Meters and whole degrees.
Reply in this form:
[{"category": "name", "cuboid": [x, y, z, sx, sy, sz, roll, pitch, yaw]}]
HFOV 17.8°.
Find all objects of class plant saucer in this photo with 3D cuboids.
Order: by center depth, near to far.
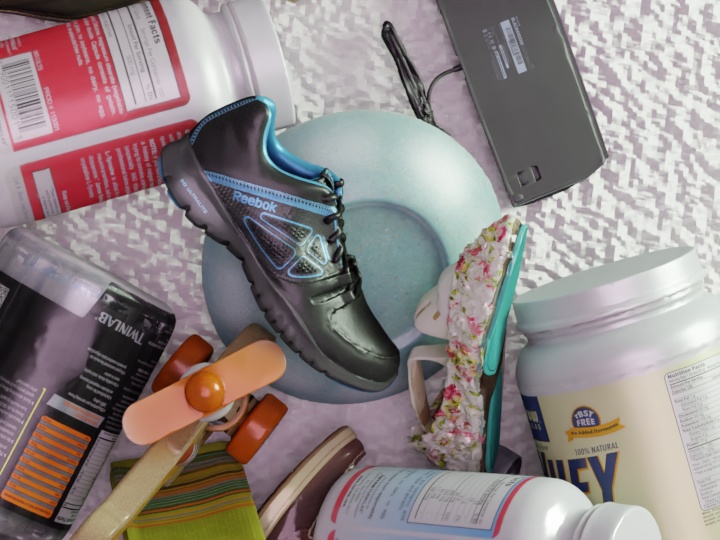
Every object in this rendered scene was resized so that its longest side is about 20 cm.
[{"category": "plant saucer", "cuboid": [0.000, 0.000, 1.451, 0.199, 0.039, 0.202, -4, 112, -11]}]

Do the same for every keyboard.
[{"category": "keyboard", "cuboid": [0.076, -0.137, 1.498, 0.126, 0.021, 0.201, -21, 94, -12]}]

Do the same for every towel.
[{"category": "towel", "cuboid": [-0.101, 0.165, 1.402, 0.085, 0.200, 0.018, -14, 119, -7]}]

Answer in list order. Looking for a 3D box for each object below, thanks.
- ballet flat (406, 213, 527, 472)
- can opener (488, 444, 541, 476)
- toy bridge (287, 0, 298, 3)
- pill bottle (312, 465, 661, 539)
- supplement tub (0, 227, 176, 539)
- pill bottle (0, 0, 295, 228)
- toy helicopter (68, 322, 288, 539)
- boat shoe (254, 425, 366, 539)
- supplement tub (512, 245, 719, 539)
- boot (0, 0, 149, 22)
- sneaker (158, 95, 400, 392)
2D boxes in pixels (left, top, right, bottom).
[{"category": "ballet flat", "cuboid": [0.061, 0.050, 1.430, 0.063, 0.076, 0.201, 13, 126, 10]}, {"category": "can opener", "cuboid": [0.054, 0.209, 1.500, 0.067, 0.053, 0.201, 34, 88, 25]}, {"category": "toy bridge", "cuboid": [-0.102, -0.235, 1.419, 0.199, 0.067, 0.027, 28, 53, -25]}, {"category": "pill bottle", "cuboid": [0.078, 0.178, 1.395, 0.199, 0.108, 0.110, 2, 92, 33]}, {"category": "supplement tub", "cuboid": [-0.209, 0.086, 1.417, 0.122, 0.123, 0.201, 29, 88, -7]}, {"category": "pill bottle", "cuboid": [-0.146, -0.105, 1.423, 0.199, 0.112, 0.113, -16, 94, -7]}, {"category": "toy helicopter", "cuboid": [-0.113, 0.107, 1.384, 0.079, 0.132, 0.200, 39, 59, 2]}, {"category": "boat shoe", "cuboid": [-0.050, 0.192, 1.455, 0.072, 0.072, 0.200, 36, 74, 0]}, {"category": "supplement tub", "cuboid": [0.182, 0.098, 1.456, 0.144, 0.145, 0.201, -17, 94, -6]}, {"category": "boot", "cuboid": [-0.191, -0.193, 1.422, 0.198, 0.097, 0.075, -8, 92, -7]}, {"category": "sneaker", "cuboid": [-0.033, -0.013, 1.375, 0.082, 0.073, 0.200, -37, 104, 11]}]
